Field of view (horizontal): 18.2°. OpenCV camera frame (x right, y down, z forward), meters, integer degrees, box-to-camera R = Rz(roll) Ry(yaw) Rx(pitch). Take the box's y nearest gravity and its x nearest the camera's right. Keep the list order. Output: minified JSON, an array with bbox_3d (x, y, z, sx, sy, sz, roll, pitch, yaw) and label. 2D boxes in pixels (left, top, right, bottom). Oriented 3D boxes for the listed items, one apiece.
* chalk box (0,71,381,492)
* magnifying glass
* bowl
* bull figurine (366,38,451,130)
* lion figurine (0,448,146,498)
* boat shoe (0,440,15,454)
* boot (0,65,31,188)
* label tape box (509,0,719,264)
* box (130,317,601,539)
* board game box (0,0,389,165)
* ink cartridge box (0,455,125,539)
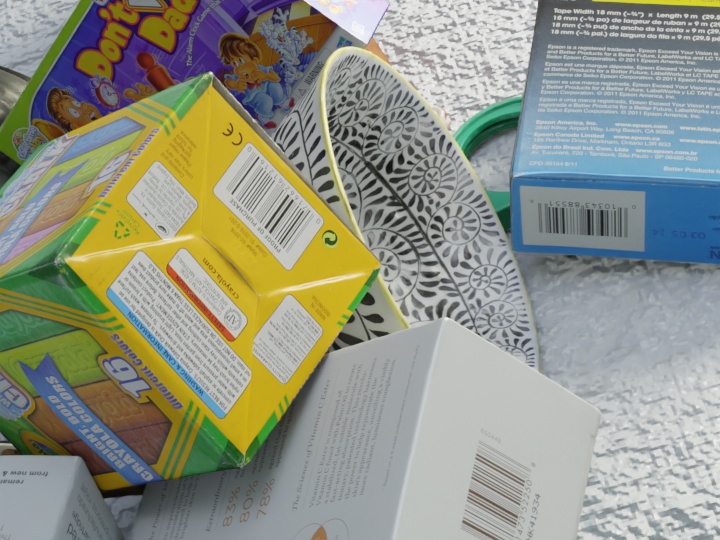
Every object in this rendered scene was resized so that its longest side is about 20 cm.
[{"bbox_3d":[-0.114,0.015,1.016,0.200,0.124,0.124,-18,31,52],"label":"chalk box"},{"bbox_3d":[0.052,-0.027,1.231,0.079,0.022,0.200,24,59,36],"label":"magnifying glass"},{"bbox_3d":[0.000,0.000,1.118,0.094,0.201,0.201,-28,40,21],"label":"bowl"},{"bbox_3d":[-0.018,-0.120,1.273,0.065,0.122,0.200,-38,33,-4],"label":"bull figurine"},{"bbox_3d":[-0.097,0.071,1.133,0.122,0.073,0.200,-11,30,16],"label":"lion figurine"},{"bbox_3d":[-0.248,0.124,1.159,0.199,0.072,0.068,-16,18,-3],"label":"boat shoe"},{"bbox_3d":[-0.201,-0.061,1.277,0.199,0.068,0.131,26,48,0],"label":"boot"},{"bbox_3d":[0.163,-0.098,1.216,0.143,0.063,0.201,4,48,10],"label":"label tape box"},{"bbox_3d":[-0.006,0.114,0.980,0.200,0.097,0.125,-19,49,48],"label":"box"},{"bbox_3d":[-0.094,-0.103,1.198,0.134,0.200,0.045,34,39,-6],"label":"board game box"},{"bbox_3d":[-0.160,0.204,0.990,0.082,0.146,0.201,-3,47,17],"label":"ink cartridge box"}]
